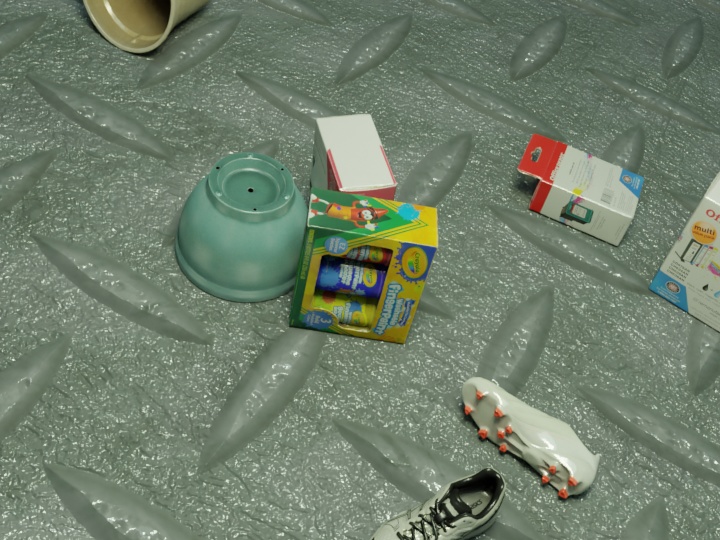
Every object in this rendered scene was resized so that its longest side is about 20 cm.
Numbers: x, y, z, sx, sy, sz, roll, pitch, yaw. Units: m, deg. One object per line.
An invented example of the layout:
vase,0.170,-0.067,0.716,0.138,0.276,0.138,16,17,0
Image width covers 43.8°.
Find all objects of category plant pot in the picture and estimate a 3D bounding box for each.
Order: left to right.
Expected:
plant pot,-0.351,-0.502,1.559,0.199,0.202,0.183,29,36,13
plant pot,-0.156,-0.076,1.247,0.197,0.135,0.202,7,48,-8

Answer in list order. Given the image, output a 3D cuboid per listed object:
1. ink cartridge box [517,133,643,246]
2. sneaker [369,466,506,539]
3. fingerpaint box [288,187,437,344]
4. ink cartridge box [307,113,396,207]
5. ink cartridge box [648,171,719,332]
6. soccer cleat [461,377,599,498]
ink cartridge box,0.353,-0.136,1.474,0.198,0.068,0.117,24,47,8
sneaker,0.084,0.284,1.019,0.198,0.088,0.076,-27,61,-31
fingerpaint box,0.000,0.000,1.173,0.164,0.201,0.074,9,48,-6
ink cartridge box,-0.017,-0.092,1.252,0.081,0.202,0.148,-7,50,-15
ink cartridge box,0.560,-0.039,1.349,0.146,0.201,0.145,33,49,17
soccer cleat,0.215,0.203,1.142,0.199,0.070,0.077,40,46,12
